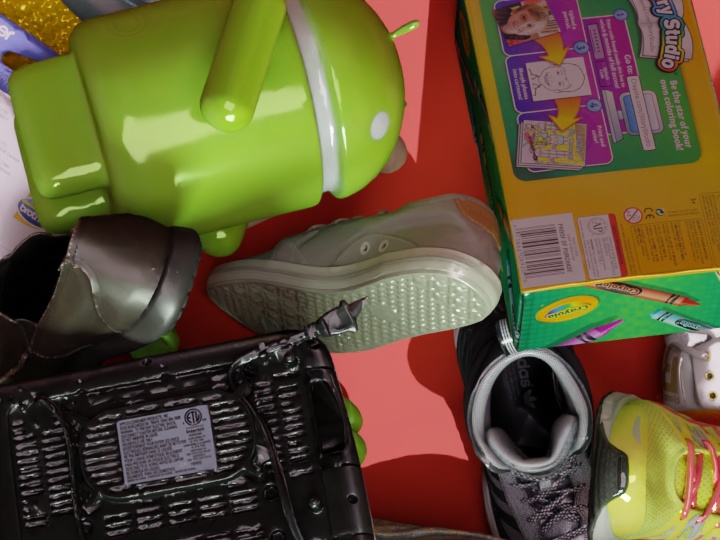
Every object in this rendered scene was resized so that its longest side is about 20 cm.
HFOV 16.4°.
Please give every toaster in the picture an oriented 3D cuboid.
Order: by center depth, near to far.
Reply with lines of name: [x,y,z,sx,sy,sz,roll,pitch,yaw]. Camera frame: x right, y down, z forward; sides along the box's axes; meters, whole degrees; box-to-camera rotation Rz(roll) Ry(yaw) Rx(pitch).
toaster: [-0.074,0.131,1.163,0.199,0.119,0.181,-11,70,0]

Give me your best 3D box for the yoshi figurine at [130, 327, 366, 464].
yoshi figurine: [-0.094,0.077,1.291,0.199,0.112,0.113,-4,93,-10]

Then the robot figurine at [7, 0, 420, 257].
robot figurine: [-0.068,-0.080,1.224,0.199,0.176,0.116,-14,67,-10]

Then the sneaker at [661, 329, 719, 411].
sneaker: [0.168,0.017,1.333,0.199,0.074,0.116,16,93,-11]

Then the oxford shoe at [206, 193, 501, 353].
oxford shoe: [0.000,0.000,1.266,0.075,0.200,0.058,37,60,-32]

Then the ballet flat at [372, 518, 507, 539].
ballet flat: [0.039,0.159,1.315,0.199,0.067,0.068,14,102,16]

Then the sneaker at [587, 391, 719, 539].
sneaker: [0.177,0.107,1.282,0.090,0.200,0.078,5,86,26]

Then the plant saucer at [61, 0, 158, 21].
plant saucer: [-0.079,-0.205,1.288,0.199,0.027,0.201,-1,99,-7]

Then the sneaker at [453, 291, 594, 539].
sneaker: [0.095,0.107,1.312,0.075,0.114,0.201,-16,100,5]

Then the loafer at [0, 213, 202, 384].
loafer: [-0.148,0.011,1.205,0.071,0.200,0.073,27,58,-22]

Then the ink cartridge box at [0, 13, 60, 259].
ink cartridge box: [-0.215,-0.034,1.289,0.119,0.042,0.200,34,95,-13]

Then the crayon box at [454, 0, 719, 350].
crayon box: [0.121,-0.064,1.262,0.118,0.058,0.201,-6,59,-5]

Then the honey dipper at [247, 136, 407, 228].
honey dipper: [-0.067,-0.027,1.314,0.200,0.038,0.038,-26,101,-6]
